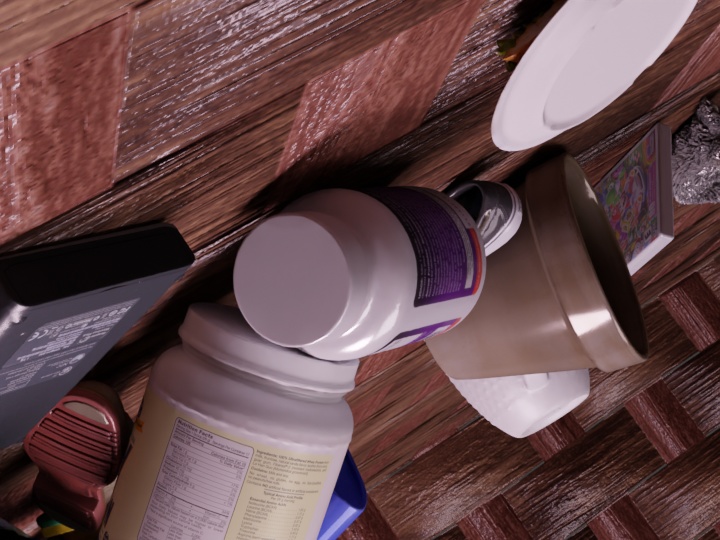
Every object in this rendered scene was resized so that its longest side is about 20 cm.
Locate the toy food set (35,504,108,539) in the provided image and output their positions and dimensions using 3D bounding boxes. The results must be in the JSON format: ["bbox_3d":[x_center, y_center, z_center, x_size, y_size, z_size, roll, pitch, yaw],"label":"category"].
[{"bbox_3d":[-0.179,0.202,1.260,0.200,0.049,0.198,-15,-175,6],"label":"toy food set"}]

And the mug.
[{"bbox_3d":[0.154,0.074,1.498,0.148,0.175,0.200,-32,165,0],"label":"mug"}]

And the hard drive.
[{"bbox_3d":[-0.197,0.053,0.807,0.200,0.033,0.140,-43,166,32],"label":"hard drive"}]

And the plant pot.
[{"bbox_3d":[0.145,0.015,1.307,0.173,0.200,0.200,-21,173,18],"label":"plant pot"}]

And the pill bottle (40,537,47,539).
[{"bbox_3d":[-0.229,0.295,1.320,0.200,0.115,0.114,-5,-167,44],"label":"pill bottle"}]

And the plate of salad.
[{"bbox_3d":[0.153,-0.157,0.927,0.200,0.048,0.200,-37,161,-16],"label":"plate of salad"}]

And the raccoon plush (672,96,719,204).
[{"bbox_3d":[0.350,-0.108,1.579,0.200,0.097,0.134,-39,160,18],"label":"raccoon plush"}]

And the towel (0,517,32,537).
[{"bbox_3d":[-0.309,0.305,1.158,0.200,0.048,0.171,-56,139,-15],"label":"towel"}]

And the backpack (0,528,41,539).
[{"bbox_3d":[-0.259,0.275,1.052,0.200,0.134,0.183,15,90,-56],"label":"backpack"}]

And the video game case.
[{"bbox_3d":[0.268,-0.045,1.521,0.018,0.143,0.200,17,146,-16],"label":"video game case"}]

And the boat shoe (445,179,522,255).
[{"bbox_3d":[0.044,-0.005,1.185,0.200,0.070,0.066,-37,151,21],"label":"boat shoe"}]

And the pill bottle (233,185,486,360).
[{"bbox_3d":[0.000,0.000,0.957,0.111,0.111,0.200,-40,167,22],"label":"pill bottle"}]

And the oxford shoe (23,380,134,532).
[{"bbox_3d":[-0.197,0.119,1.043,0.075,0.070,0.200,-63,-179,-34],"label":"oxford shoe"}]

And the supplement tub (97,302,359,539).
[{"bbox_3d":[-0.089,0.136,0.985,0.145,0.145,0.200,1,109,-71],"label":"supplement tub"}]

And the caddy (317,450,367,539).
[{"bbox_3d":[-0.085,0.155,1.150,0.105,0.200,0.141,-45,131,15],"label":"caddy"}]
